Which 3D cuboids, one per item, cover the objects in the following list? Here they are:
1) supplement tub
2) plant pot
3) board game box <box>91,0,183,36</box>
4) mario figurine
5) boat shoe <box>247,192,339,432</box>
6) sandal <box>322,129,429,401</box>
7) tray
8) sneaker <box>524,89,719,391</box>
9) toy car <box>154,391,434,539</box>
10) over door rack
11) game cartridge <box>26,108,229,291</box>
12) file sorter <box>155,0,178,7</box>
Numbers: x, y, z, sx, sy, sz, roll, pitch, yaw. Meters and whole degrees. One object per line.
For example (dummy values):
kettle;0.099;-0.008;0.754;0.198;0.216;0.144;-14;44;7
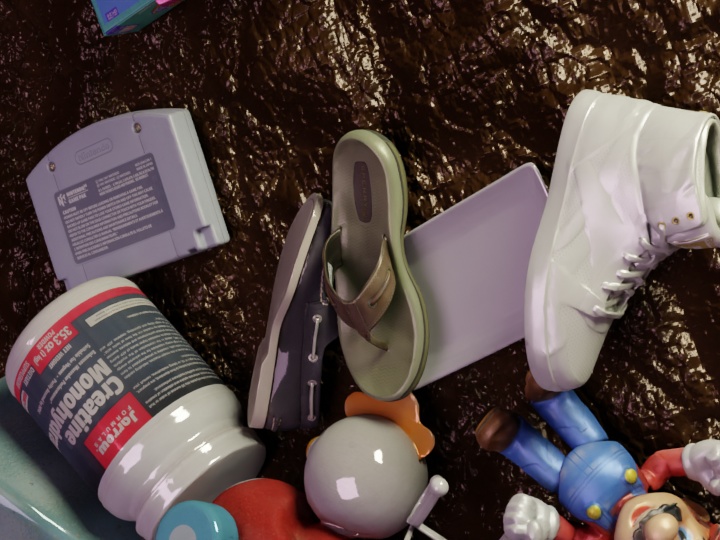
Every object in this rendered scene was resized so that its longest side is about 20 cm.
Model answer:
supplement tub;-0.187;0.116;1.307;0.200;0.140;0.141;46;125;20
plant pot;-0.276;0.228;1.383;0.199;0.196;0.197;31;120;18
board game box;-0.182;-0.310;1.248;0.152;0.045;0.201;-23;87;39
mario figurine;0.173;0.146;1.052;0.200;0.106;0.124;43;122;20
boat shoe;-0.040;0.036;1.236;0.062;0.073;0.201;12;109;-10
sandal;-0.001;-0.001;1.153;0.079;0.057;0.202;-1;101;38
tray;0.080;0.008;1.143;0.200;0.022;0.108;-30;84;39
sneaker;0.177;-0.011;1.011;0.115;0.073;0.201;12;95;35
toy car;-0.022;0.173;1.202;0.176;0.184;0.201;26;90;31
over door rack;0.091;0.213;1.058;0.147;0.200;0.067;33;107;4
game cartridge;-0.202;-0.062;1.339;0.199;0.041;0.134;-17;87;40
file sorter;-0.131;-0.316;1.120;0.138;0.125;0.201;-21;88;9
